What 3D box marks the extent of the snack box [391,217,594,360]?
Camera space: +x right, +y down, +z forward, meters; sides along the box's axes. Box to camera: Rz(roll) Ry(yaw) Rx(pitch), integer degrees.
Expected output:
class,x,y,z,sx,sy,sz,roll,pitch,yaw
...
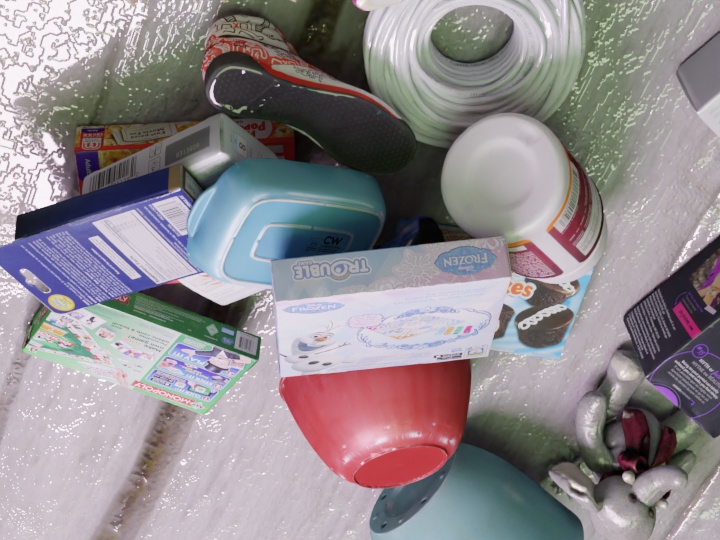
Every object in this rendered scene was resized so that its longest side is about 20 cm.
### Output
class,x,y,z,sx,sy,sz,roll,pitch,yaw
snack box,0.118,0.020,1.588,0.197,0.037,0.117,9,123,-12

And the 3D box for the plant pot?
class,x,y,z,sx,sy,sz,roll,pitch,yaw
plant pot,0.106,0.275,1.677,0.200,0.201,0.161,-39,106,20

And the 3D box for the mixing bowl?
class,x,y,z,sx,sy,sz,roll,pitch,yaw
mixing bowl,0.027,0.143,1.574,0.198,0.109,0.201,-12,151,-7

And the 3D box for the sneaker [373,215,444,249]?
class,x,y,z,sx,sy,sz,roll,pitch,yaw
sneaker,0.000,0.000,1.516,0.078,0.090,0.200,-5,155,-44

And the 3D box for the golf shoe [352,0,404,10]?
class,x,y,z,sx,sy,sz,roll,pitch,yaw
golf shoe,-0.012,-0.302,1.296,0.091,0.075,0.201,-32,98,3

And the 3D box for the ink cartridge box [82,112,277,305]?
class,x,y,z,sx,sy,sz,roll,pitch,yaw
ink cartridge box,-0.124,-0.049,1.438,0.159,0.048,0.200,-22,144,28

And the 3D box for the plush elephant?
class,x,y,z,sx,sy,sz,roll,pitch,yaw
plush elephant,0.280,0.210,1.666,0.164,0.156,0.200,35,114,-26

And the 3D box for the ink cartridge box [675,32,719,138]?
class,x,y,z,sx,sy,sz,roll,pitch,yaw
ink cartridge box,0.410,-0.150,1.475,0.145,0.084,0.199,-41,119,20

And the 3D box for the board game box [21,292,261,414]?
class,x,y,z,sx,sy,sz,roll,pitch,yaw
board game box,-0.213,0.072,1.562,0.198,0.029,0.135,21,145,-20

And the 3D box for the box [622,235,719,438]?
class,x,y,z,sx,sy,sz,roll,pitch,yaw
box,0.378,0.046,1.594,0.200,0.107,0.122,-41,119,20

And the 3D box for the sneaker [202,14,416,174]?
class,x,y,z,sx,sy,sz,roll,pitch,yaw
sneaker,-0.045,-0.159,1.404,0.199,0.108,0.068,19,121,-22

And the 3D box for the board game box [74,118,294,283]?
class,x,y,z,sx,sy,sz,roll,pitch,yaw
board game box,-0.157,-0.063,1.493,0.197,0.047,0.153,-4,126,-4

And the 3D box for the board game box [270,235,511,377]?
class,x,y,z,sx,sy,sz,roll,pitch,yaw
board game box,0.023,0.035,1.411,0.197,0.044,0.199,-6,159,-4

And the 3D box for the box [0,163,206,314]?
class,x,y,z,sx,sy,sz,roll,pitch,yaw
box,-0.211,-0.024,1.399,0.198,0.033,0.121,-16,144,19

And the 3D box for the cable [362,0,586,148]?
class,x,y,z,sx,sy,sz,roll,pitch,yaw
cable,0.098,-0.205,1.412,0.198,0.070,0.201,-16,126,5

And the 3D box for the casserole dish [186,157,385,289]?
class,x,y,z,sx,sy,sz,roll,pitch,yaw
casserole dish,-0.057,-0.032,1.381,0.198,0.039,0.122,6,125,-41

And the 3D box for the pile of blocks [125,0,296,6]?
class,x,y,z,sx,sy,sz,roll,pitch,yaw
pile of blocks,-0.130,-0.265,1.359,0.197,0.083,0.062,2,168,3

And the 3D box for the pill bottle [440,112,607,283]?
class,x,y,z,sx,sy,sz,roll,pitch,yaw
pill bottle,0.154,-0.057,1.446,0.113,0.115,0.200,-28,158,13
